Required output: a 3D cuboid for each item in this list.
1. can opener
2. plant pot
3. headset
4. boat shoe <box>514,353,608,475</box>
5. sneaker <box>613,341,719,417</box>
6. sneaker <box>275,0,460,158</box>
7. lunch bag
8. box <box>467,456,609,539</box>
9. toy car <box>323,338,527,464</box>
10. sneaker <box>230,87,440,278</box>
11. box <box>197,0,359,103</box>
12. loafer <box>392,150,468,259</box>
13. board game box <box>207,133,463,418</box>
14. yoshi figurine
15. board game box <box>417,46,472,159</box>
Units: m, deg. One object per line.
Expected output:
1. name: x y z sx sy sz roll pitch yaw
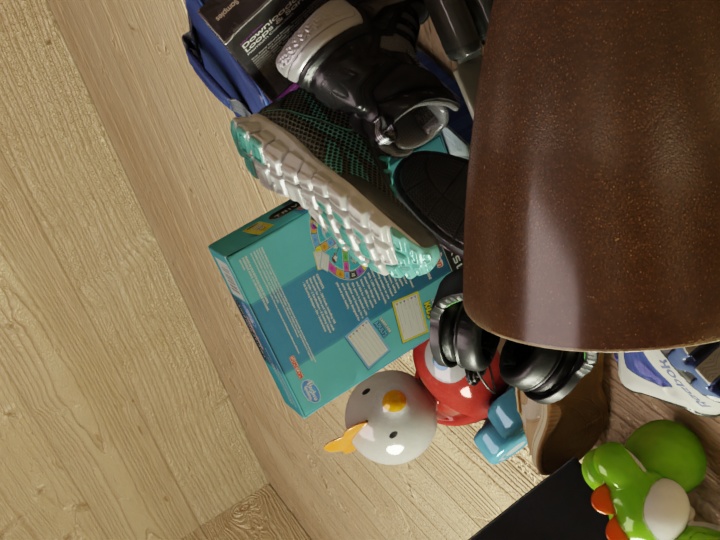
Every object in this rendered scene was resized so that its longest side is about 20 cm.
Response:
1. can opener: 0.073 -0.172 0.811 0.201 0.053 0.067 65 163 -13
2. plant pot: 0.134 -0.086 0.584 0.187 0.186 0.201 -151 49 -62
3. headset: 0.111 0.041 0.858 0.123 0.094 0.200 21 155 0
4. boat shoe: 0.168 0.100 0.983 0.200 0.073 0.069 85 159 -47
5. sneaker: 0.186 0.024 0.751 0.200 0.080 0.115 54 161 16
6. sneaker: 0.024 -0.146 0.822 0.114 0.200 0.075 47 124 0
7. lunch bag: -0.094 -0.216 1.111 0.200 0.132 0.136 53 163 22
8. box: 0.202 0.277 0.978 0.199 0.123 0.200 51 179 16
9. toy car: 0.053 0.128 1.137 0.185 0.200 0.177 54 164 19
10. sneaker: -0.005 -0.075 0.824 0.200 0.091 0.078 41 161 27
11. box: -0.036 -0.198 0.833 0.036 0.143 0.200 47 -179 6
12. loafer: 0.110 -0.019 0.844 0.200 0.072 0.063 29 157 16
13. board game box: 0.000 0.000 0.912 0.047 0.200 0.151 26 143 62
14. yoshi figurine: 0.259 0.189 0.851 0.200 0.112 0.112 46 -155 1
15. board game box: 0.075 -0.080 0.985 0.200 0.043 0.199 49 160 35
